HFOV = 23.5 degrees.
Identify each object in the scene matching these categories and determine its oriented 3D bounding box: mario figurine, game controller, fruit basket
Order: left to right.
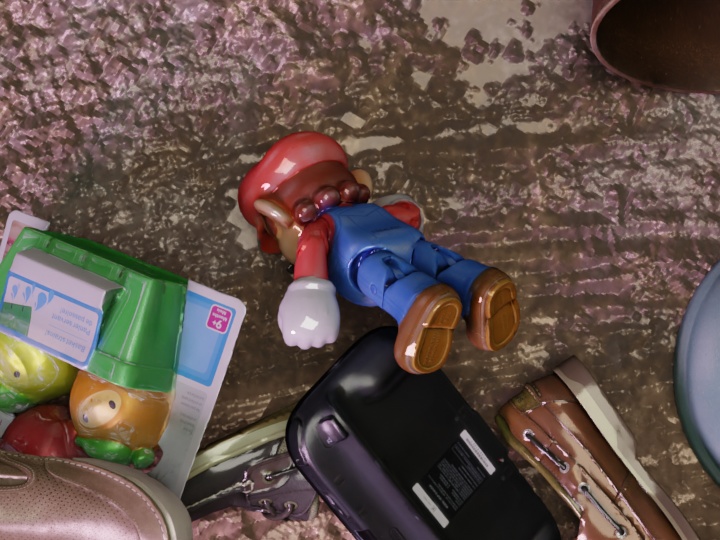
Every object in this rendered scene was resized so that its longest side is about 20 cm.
[{"bbox_3d":[-0.170,0.083,0.990,0.185,0.094,0.201,21,88,32],"label":"fruit basket"},{"bbox_3d":[0.000,0.000,1.007,0.200,0.123,0.106,38,95,41],"label":"mario figurine"},{"bbox_3d":[0.042,0.129,1.014,0.104,0.042,0.200,-49,115,-27],"label":"game controller"}]

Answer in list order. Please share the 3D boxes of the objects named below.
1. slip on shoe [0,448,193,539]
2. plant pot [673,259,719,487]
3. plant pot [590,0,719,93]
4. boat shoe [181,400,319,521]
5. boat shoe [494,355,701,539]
[{"bbox_3d":[-0.185,0.132,0.934,0.199,0.061,0.076,15,106,26],"label":"slip on shoe"},{"bbox_3d":[0.297,0.060,1.018,0.200,0.134,0.201,0,85,-2],"label":"plant pot"},{"bbox_3d":[0.224,-0.234,1.029,0.186,0.187,0.201,0,72,-3],"label":"plant pot"},{"bbox_3d":[-0.041,0.117,1.028,0.200,0.072,0.066,-26,82,-9],"label":"boat shoe"},{"bbox_3d":[0.156,0.151,1.041,0.068,0.072,0.200,-34,78,-1],"label":"boat shoe"}]
